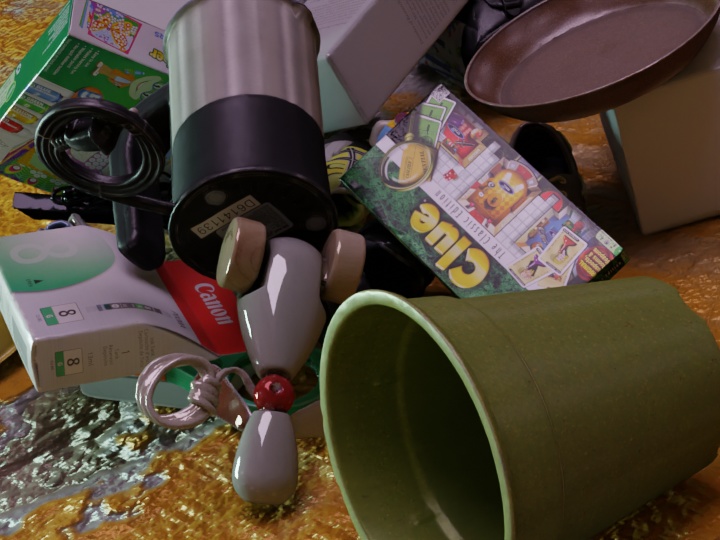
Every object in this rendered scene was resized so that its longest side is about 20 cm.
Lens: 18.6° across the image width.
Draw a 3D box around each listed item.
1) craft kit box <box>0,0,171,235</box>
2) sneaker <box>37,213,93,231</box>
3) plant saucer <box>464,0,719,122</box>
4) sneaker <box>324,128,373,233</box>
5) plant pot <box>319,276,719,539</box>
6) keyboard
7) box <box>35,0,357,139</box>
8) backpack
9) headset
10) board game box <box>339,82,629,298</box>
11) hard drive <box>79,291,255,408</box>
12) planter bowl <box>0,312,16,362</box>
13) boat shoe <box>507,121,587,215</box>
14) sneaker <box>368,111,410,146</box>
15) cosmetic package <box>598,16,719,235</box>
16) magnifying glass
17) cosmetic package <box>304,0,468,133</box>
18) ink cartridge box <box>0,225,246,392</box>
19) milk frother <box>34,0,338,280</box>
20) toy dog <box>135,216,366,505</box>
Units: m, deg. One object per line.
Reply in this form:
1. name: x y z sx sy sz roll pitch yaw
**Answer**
1. craft kit box: -0.180 -0.115 1.725 0.200 0.197 0.049 -41 40 48
2. sneaker: -0.217 -0.009 1.725 0.074 0.087 0.200 -27 17 -4
3. plant saucer: 0.173 -0.161 1.597 0.199 0.032 0.200 -21 26 11
4. sneaker: -0.017 -0.058 1.727 0.076 0.076 0.200 37 30 20
5. plant pot: 0.107 0.086 1.281 0.189 0.201 0.200 -15 23 -28
6. keyboard: -0.173 -0.057 1.750 0.199 0.040 0.104 3 -5 2
7. box: -0.128 -0.167 1.895 0.199 0.172 0.199 3 32 35
8. backpack: 0.106 -0.236 1.949 0.163 0.154 0.200 -34 52 -21
9. headset: 0.000 0.000 1.582 0.199 0.094 0.123 19 42 34
10. board game box: 0.084 -0.036 1.545 0.105 0.023 0.200 -45 60 -1
11. hard drive: -0.103 0.036 1.651 0.131 0.026 0.200 4 32 36
12. planter bowl: -0.352 0.023 1.741 0.200 0.084 0.201 -17 28 10
13. boat shoe: 0.136 -0.047 1.631 0.072 0.060 0.200 -13 26 9
14. sneaker: 0.056 -0.075 1.659 0.090 0.075 0.200 22 2 -12
15. cosmetic package: 0.280 -0.144 1.664 0.199 0.123 0.200 -17 26 5
16. magnifying glass: -0.113 0.068 1.540 0.199 0.022 0.080 7 37 14
17. cosmetic package: 0.001 -0.196 1.807 0.101 0.071 0.200 -8 33 42
18. ink cartridge box: -0.154 0.015 1.568 0.199 0.050 0.161 -11 29 -17
19. milk frother: -0.121 -0.114 1.530 0.180 0.200 0.189 -16 48 10
20. toy dog: -0.063 0.058 1.471 0.200 0.132 0.096 -61 2 -24
